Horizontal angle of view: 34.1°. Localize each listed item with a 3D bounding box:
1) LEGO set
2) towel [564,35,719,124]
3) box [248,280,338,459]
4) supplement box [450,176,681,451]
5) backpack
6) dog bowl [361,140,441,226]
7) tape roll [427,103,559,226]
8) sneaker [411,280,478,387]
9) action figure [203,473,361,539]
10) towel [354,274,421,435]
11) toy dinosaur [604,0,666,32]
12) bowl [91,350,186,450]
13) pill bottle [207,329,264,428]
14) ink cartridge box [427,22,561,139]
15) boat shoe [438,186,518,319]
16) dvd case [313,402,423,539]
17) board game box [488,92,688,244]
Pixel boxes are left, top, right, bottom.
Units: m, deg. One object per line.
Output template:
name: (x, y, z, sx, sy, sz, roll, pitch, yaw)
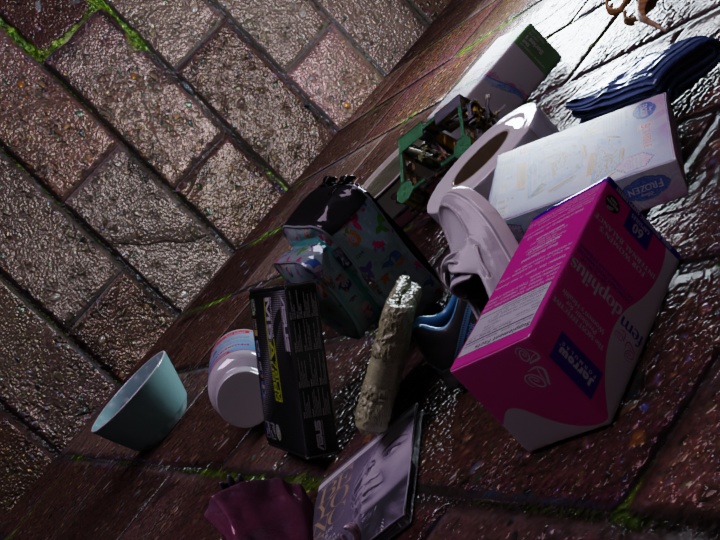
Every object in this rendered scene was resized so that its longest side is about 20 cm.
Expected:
LEGO set: (0.149, -0.168, 1.794, 0.200, 0.115, 0.155, -43, 41, 34)
towel: (0.327, -0.220, 1.362, 0.111, 0.049, 0.200, -37, 7, -17)
box: (-0.085, 0.117, 1.418, 0.047, 0.203, 0.193, -7, 0, -16)
supplement box: (0.173, 0.035, 0.972, 0.103, 0.101, 0.201, -30, 21, 50)
backpack: (0.000, 0.000, 1.456, 0.151, 0.200, 0.177, -52, 17, -12)
dog bowl: (0.071, -0.143, 1.978, 0.200, 0.074, 0.200, -43, 13, 12)
tape roll: (0.181, -0.125, 1.545, 0.202, 0.071, 0.203, -44, 11, 11)
sneaker: (0.138, 0.028, 1.162, 0.200, 0.082, 0.073, -43, 10, 9)
action figure: (-0.070, 0.274, 1.005, 0.201, 0.132, 0.150, -119, 30, -43)
towel: (0.034, 0.087, 1.253, 0.200, 0.036, 0.151, -43, -33, -81)
toy dinosaur: (0.399, -0.382, 1.655, 0.106, 0.060, 0.201, -31, 20, 47)
bowl: (-0.403, 0.261, 2.222, 0.201, 0.105, 0.201, -44, 12, 12)
pill bottle: (-0.172, 0.161, 1.734, 0.109, 0.109, 0.200, -45, 12, 3)
ink cartridge box: (0.220, -0.300, 1.947, 0.200, 0.084, 0.145, -49, 12, -10)
boat shoe: (0.113, 0.005, 1.105, 0.068, 0.202, 0.072, -17, -28, -19)
dvd case: (0.001, 0.225, 1.151, 0.148, 0.016, 0.200, -43, 12, 21)
board game box: (0.231, -0.100, 1.208, 0.197, 0.042, 0.201, -19, 22, 21)
